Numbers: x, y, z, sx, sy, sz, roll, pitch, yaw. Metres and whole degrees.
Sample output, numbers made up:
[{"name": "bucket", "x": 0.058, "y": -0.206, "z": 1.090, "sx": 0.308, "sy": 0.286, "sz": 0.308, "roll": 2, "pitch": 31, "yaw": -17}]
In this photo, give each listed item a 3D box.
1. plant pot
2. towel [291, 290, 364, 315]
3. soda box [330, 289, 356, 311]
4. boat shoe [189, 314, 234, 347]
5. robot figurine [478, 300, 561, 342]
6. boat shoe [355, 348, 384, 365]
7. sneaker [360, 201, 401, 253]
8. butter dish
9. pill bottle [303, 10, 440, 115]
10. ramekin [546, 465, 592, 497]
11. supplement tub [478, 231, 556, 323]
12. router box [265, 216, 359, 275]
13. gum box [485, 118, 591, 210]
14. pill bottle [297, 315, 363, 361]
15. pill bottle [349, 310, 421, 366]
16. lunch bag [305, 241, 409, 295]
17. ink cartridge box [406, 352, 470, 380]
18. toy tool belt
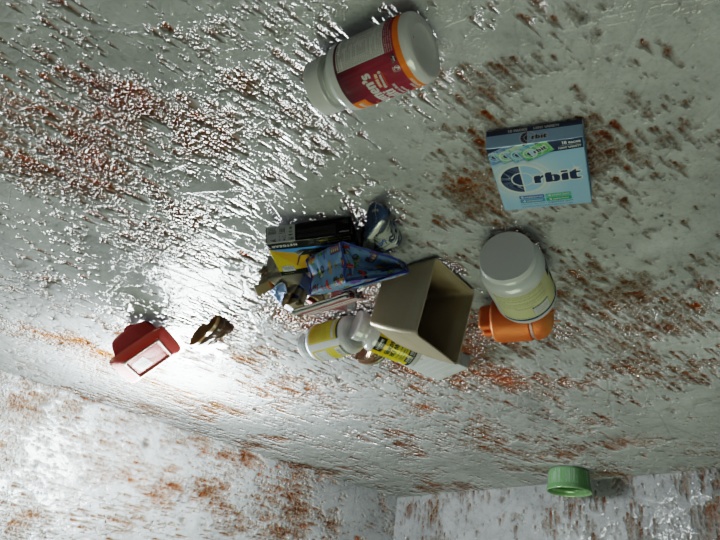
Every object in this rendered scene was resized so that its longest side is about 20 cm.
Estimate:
[{"name": "plant pot", "x": 0.143, "y": 0.103, "z": 1.775, "sx": 0.176, "sy": 0.201, "sz": 0.200, "roll": -2, "pitch": 152, "yaw": 40}, {"name": "towel", "x": -0.076, "y": 0.078, "z": 1.700, "sx": 0.143, "sy": 0.023, "sz": 0.200, "roll": -19, "pitch": 174, "yaw": 9}, {"name": "soda box", "x": -0.041, "y": 0.032, "z": 1.810, "sx": 0.070, "sy": 0.064, "sz": 0.200, "roll": 5, "pitch": 151, "yaw": 1}, {"name": "boat shoe", "x": -0.464, "y": 0.200, "z": 2.217, "sx": 0.070, "sy": 0.071, "sz": 0.200, "roll": 29, "pitch": 145, "yaw": -27}, {"name": "robot figurine", "x": 0.405, "y": 0.124, "z": 1.815, "sx": 0.199, "sy": 0.117, "sz": 0.145, "roll": -6, "pitch": 109, "yaw": 25}, {"name": "boat shoe", "x": 0.056, "y": 0.227, "z": 2.145, "sx": 0.200, "sy": 0.076, "sz": 0.072, "roll": -28, "pitch": 133, "yaw": 34}, {"name": "sneaker", "x": 0.052, "y": -0.091, "z": 1.565, "sx": 0.085, "sy": 0.077, "sz": 0.200, "roll": 6, "pitch": 162, "yaw": -6}, {"name": "butter dish", "x": -0.711, "y": 0.234, "z": 2.281, "sx": 0.199, "sy": 0.148, "sz": 0.200, "roll": -36, "pitch": 153, "yaw": -12}, {"name": "pill bottle", "x": 0.015, "y": -0.316, "z": 1.110, "sx": 0.199, "sy": 0.110, "sz": 0.109, "roll": -13, "pitch": 145, "yaw": 33}, {"name": "ramekin", "x": 0.944, "y": 0.955, "z": 3.220, "sx": 0.199, "sy": 0.098, "sz": 0.200, "roll": 6, "pitch": 152, "yaw": 3}, {"name": "supplement tub", "x": 0.352, "y": 0.016, "z": 1.598, "sx": 0.144, "sy": 0.146, "sz": 0.200, "roll": -6, "pitch": 149, "yaw": 24}, {"name": "router box", "x": -0.105, "y": -0.054, "z": 1.650, "sx": 0.199, "sy": 0.051, "sz": 0.149, "roll": -7, "pitch": 150, "yaw": 7}, {"name": "gum box", "x": 0.336, "y": -0.191, "z": 1.326, "sx": 0.169, "sy": 0.045, "sz": 0.200, "roll": -4, "pitch": 149, "yaw": 21}, {"name": "pill bottle", "x": -0.090, "y": 0.205, "z": 2.089, "sx": 0.199, "sy": 0.113, "sz": 0.112, "roll": -18, "pitch": 142, "yaw": 40}, {"name": "pill bottle", "x": 0.075, "y": 0.187, "z": 2.006, "sx": 0.199, "sy": 0.113, "sz": 0.112, "roll": 22, "pitch": 149, "yaw": -14}, {"name": "lunch bag", "x": 0.000, "y": 0.000, "z": 1.623, "sx": 0.199, "sy": 0.095, "sz": 0.150, "roll": 2, "pitch": 166, "yaw": -36}, {"name": "ink cartridge box", "x": 0.214, "y": 0.272, "z": 2.217, "sx": 0.199, "sy": 0.047, "sz": 0.160, "roll": 26, "pitch": 147, "yaw": -21}, {"name": "toy tool belt", "x": -0.181, "y": 0.058, "z": 1.796, "sx": 0.125, "sy": 0.123, "sz": 0.200, "roll": 8, "pitch": 150, "yaw": 46}]
